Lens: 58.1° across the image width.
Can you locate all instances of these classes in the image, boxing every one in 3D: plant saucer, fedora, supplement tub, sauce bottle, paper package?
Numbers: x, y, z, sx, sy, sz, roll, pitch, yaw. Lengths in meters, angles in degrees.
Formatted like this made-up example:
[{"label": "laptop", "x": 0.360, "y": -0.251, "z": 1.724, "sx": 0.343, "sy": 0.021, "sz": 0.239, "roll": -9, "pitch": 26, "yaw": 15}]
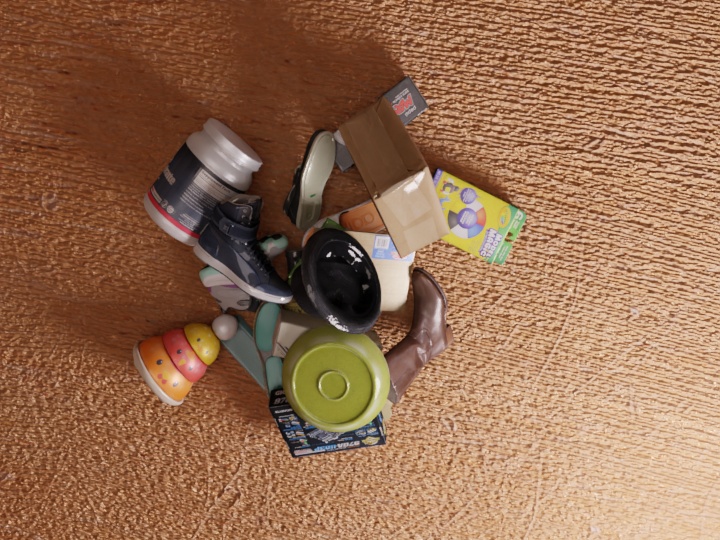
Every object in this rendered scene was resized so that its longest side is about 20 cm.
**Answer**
[{"label": "plant saucer", "x": -0.046, "y": 0.197, "z": 1.142, "sx": 0.195, "sy": 0.031, "sz": 0.205, "roll": 1, "pitch": 103, "yaw": 6}, {"label": "plant saucer", "x": -0.204, "y": 0.186, "z": 1.309, "sx": 0.070, "sy": 0.019, "sz": 0.201, "roll": -41, "pitch": 95, "yaw": 8}, {"label": "fedora", "x": -0.052, "y": 0.027, "z": 1.129, "sx": 0.090, "sy": 0.200, "sz": 0.204, "roll": -18, "pitch": 101, "yaw": 36}, {"label": "supplement tub", "x": -0.288, "y": -0.160, "z": 1.188, "sx": 0.140, "sy": 0.140, "sz": 0.201, "roll": 40, "pitch": 100, "yaw": -5}, {"label": "sauce bottle", "x": -0.118, "y": 0.059, "z": 1.257, "sx": 0.063, "sy": 0.065, "sz": 0.205, "roll": -5, "pitch": 100, "yaw": 4}, {"label": "paper package", "x": 0.059, "y": -0.155, "z": 1.108, "sx": 0.102, "sy": 0.201, "sz": 0.193, "roll": -27, "pitch": 56, "yaw": 4}]

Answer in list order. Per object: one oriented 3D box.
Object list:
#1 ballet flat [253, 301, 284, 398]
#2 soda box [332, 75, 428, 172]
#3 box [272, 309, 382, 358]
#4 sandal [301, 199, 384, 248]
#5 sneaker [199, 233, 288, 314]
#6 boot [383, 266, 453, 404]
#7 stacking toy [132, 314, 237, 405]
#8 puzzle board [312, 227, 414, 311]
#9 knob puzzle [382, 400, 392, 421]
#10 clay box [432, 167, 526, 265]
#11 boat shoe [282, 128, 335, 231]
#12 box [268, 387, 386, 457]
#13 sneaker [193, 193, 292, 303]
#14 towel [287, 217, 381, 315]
[{"label": "ballet flat", "x": -0.170, "y": 0.154, "z": 1.264, "sx": 0.069, "sy": 0.071, "sz": 0.205, "roll": -6, "pitch": 96, "yaw": 4}, {"label": "soda box", "x": 0.027, "y": -0.268, "z": 1.192, "sx": 0.198, "sy": 0.063, "sz": 0.071, "roll": -36, "pitch": 97, "yaw": 8}, {"label": "box", "x": -0.063, "y": 0.135, "z": 1.205, "sx": 0.196, "sy": 0.082, "sz": 0.070, "roll": 14, "pitch": 101, "yaw": -11}, {"label": "sandal", "x": -0.025, "y": -0.080, "z": 1.230, "sx": 0.204, "sy": 0.059, "sz": 0.080, "roll": -29, "pitch": 97, "yaw": 8}, {"label": "sneaker", "x": -0.200, "y": 0.022, "z": 1.250, "sx": 0.197, "sy": 0.078, "sz": 0.142, "roll": -22, "pitch": 102, "yaw": 22}, {"label": "boot", "x": 0.082, "y": 0.121, "z": 1.192, "sx": 0.199, "sy": 0.064, "sz": 0.189, "roll": -37, "pitch": 114, "yaw": -31}, {"label": "stacking toy", "x": -0.326, "y": 0.148, "z": 1.259, "sx": 0.199, "sy": 0.146, "sz": 0.147, "roll": -37, "pitch": 97, "yaw": -3}, {"label": "puzzle board", "x": 0.000, "y": 0.000, "z": 1.201, "sx": 0.195, "sy": 0.017, "sz": 0.154, "roll": 3, "pitch": 111, "yaw": -15}, {"label": "knob puzzle", "x": -0.027, "y": 0.249, "z": 1.301, "sx": 0.214, "sy": 0.031, "sz": 0.225, "roll": 0, "pitch": 104, "yaw": -2}, {"label": "clay box", "x": 0.207, "y": -0.098, "z": 1.221, "sx": 0.197, "sy": 0.048, "sz": 0.117, "roll": 25, "pitch": 101, "yaw": -1}, {"label": "boat shoe", "x": -0.099, "y": -0.171, "z": 1.185, "sx": 0.068, "sy": 0.071, "sz": 0.203, "roll": 43, "pitch": 132, "yaw": 29}, {"label": "box", "x": -0.059, "y": 0.281, "z": 1.235, "sx": 0.195, "sy": 0.046, "sz": 0.161, "roll": -11, "pitch": 129, "yaw": 9}, {"label": "sneaker", "x": -0.183, "y": -0.043, "z": 1.143, "sx": 0.200, "sy": 0.077, "sz": 0.148, "roll": 32, "pitch": 109, "yaw": -1}, {"label": "towel", "x": -0.021, "y": 0.006, "z": 1.225, "sx": 0.198, "sy": 0.031, "sz": 0.150, "roll": 30, "pitch": 103, "yaw": -23}]
